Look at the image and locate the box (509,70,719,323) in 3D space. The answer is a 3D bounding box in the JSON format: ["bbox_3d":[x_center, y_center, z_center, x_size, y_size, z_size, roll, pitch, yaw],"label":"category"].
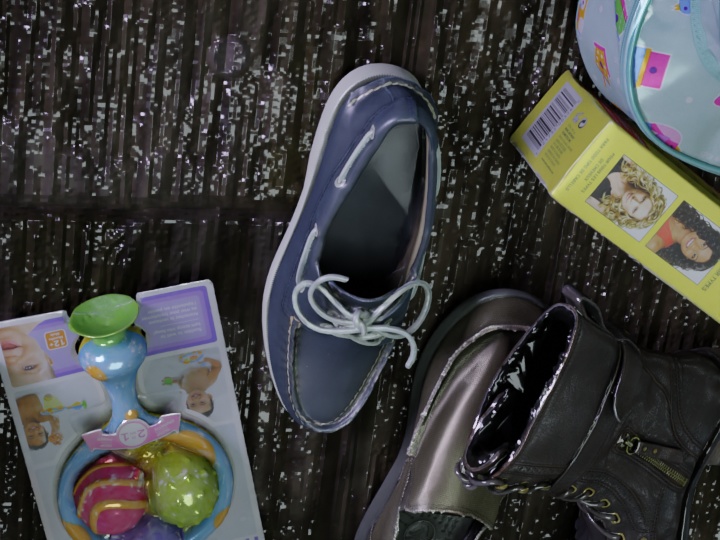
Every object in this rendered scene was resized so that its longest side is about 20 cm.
[{"bbox_3d":[0.169,-0.018,0.977,0.199,0.075,0.050,34,104,-25],"label":"box"}]

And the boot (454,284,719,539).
[{"bbox_3d":[0.110,0.106,0.998,0.173,0.069,0.202,10,107,-45],"label":"boot"}]

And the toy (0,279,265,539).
[{"bbox_3d":[-0.114,0.108,0.993,0.114,0.047,0.202,-12,119,-5],"label":"toy"}]

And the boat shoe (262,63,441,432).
[{"bbox_3d":[0.000,0.000,0.953,0.074,0.062,0.202,9,115,-19],"label":"boat shoe"}]

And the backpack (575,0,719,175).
[{"bbox_3d":[0.196,-0.137,0.876,0.174,0.154,0.202,10,117,-22],"label":"backpack"}]

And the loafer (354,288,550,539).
[{"bbox_3d":[0.057,0.105,1.017,0.074,0.070,0.202,11,114,-18],"label":"loafer"}]
